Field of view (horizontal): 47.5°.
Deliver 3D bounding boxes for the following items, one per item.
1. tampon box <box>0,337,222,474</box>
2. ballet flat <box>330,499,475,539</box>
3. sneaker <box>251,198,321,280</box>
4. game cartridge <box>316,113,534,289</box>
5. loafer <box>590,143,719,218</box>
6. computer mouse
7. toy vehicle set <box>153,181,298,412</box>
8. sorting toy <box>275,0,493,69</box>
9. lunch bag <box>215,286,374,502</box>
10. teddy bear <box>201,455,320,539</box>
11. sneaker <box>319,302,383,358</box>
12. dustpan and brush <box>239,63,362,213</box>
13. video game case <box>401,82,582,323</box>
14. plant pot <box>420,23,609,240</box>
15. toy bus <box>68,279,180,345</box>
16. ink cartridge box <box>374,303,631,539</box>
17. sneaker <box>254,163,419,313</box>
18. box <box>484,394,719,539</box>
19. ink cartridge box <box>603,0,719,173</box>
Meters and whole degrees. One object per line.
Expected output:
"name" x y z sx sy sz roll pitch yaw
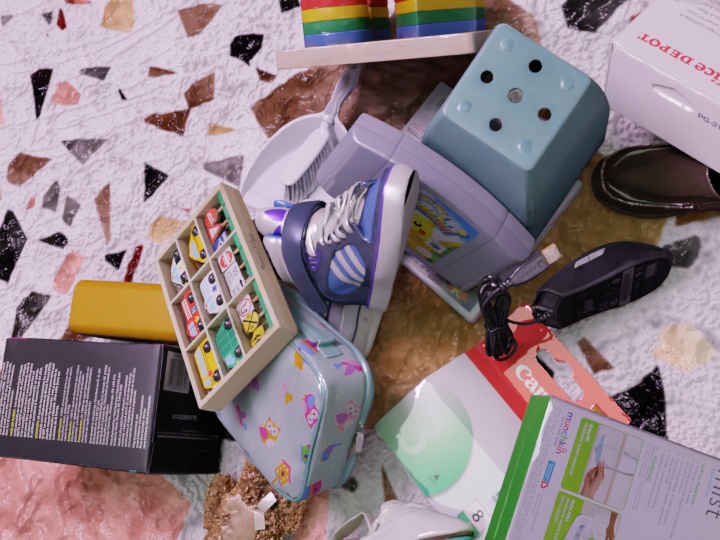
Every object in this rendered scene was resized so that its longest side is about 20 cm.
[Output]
"tampon box" -0.266 0.146 0.889 0.197 0.150 0.129 1 78 19
"ballet flat" 0.020 0.259 0.789 0.199 0.069 0.070 -35 67 30
"sneaker" -0.109 -0.019 0.879 0.198 0.074 0.082 -24 72 37
"game cartridge" 0.059 -0.059 0.767 0.199 0.133 0.041 35 63 -8
"loafer" 0.320 -0.094 0.778 0.197 0.071 0.074 1 78 20
"computer mouse" 0.193 0.003 0.762 0.198 0.141 0.046 -25 54 3
"toy vehicle set" -0.140 0.023 0.820 0.124 0.026 0.201 -45 50 21
"sorting toy" 0.037 -0.255 0.843 0.197 0.199 0.071 0 107 19
"lunch bag" -0.068 0.115 0.812 0.199 0.076 0.163 37 119 42
"teddy bear" -0.112 0.268 0.860 0.143 0.067 0.203 13 75 16
"sneaker" 0.000 0.000 0.870 0.072 0.070 0.203 19 93 42
"dustpan and brush" -0.046 -0.147 0.924 0.138 0.057 0.201 23 70 29
"video game case" 0.104 -0.077 0.879 0.200 0.022 0.183 41 93 22
"plant pot" 0.140 -0.128 0.746 0.141 0.200 0.142 35 91 10
"toy bus" -0.227 0.050 0.936 0.197 0.078 0.066 3 78 20
"ink cartridge box" 0.136 0.152 0.801 0.200 0.050 0.161 -44 68 8
"sneaker" -0.031 -0.037 0.737 0.144 0.201 0.081 17 61 4
"box" 0.206 0.232 0.705 0.174 0.097 0.203 19 84 3
"ink cartridge box" 0.341 -0.205 0.753 0.200 0.085 0.144 -43 62 -17
